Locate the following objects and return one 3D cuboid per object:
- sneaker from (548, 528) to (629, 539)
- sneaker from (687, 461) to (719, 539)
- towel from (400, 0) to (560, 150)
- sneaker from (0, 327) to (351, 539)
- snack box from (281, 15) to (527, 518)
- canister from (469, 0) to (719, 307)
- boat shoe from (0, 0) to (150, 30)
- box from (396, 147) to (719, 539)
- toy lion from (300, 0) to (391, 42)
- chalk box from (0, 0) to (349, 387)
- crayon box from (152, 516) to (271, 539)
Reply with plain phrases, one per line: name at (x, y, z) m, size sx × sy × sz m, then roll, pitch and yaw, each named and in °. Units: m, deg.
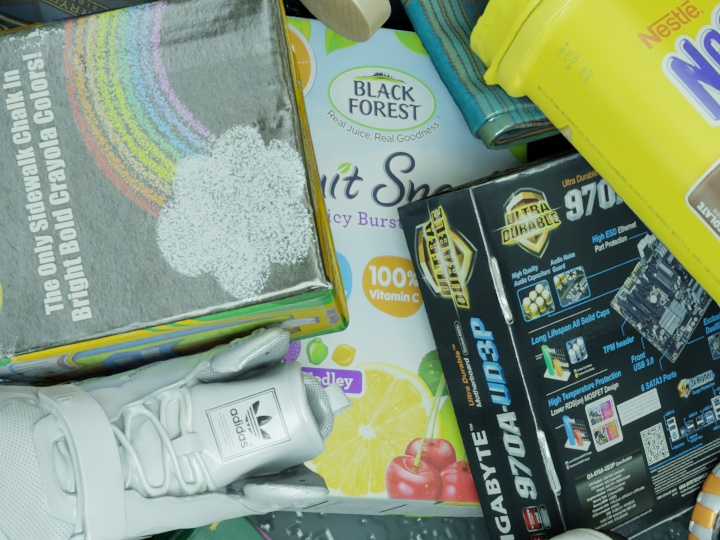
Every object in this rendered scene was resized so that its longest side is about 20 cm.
sneaker at (0.111, 0.170, 1.111) m, size 0.111 × 0.073 × 0.201 m, roll -23°, pitch 134°, yaw -35°
sneaker at (0.236, 0.126, 1.163) m, size 0.199 × 0.112 × 0.078 m, roll 0°, pitch 106°, yaw -49°
towel at (0.067, -0.152, 1.183) m, size 0.146 × 0.022 × 0.201 m, roll -15°, pitch 70°, yaw -33°
sneaker at (-0.082, 0.063, 0.983) m, size 0.200 × 0.114 × 0.076 m, roll -1°, pitch 75°, yaw -69°
snack box at (0.000, 0.000, 1.140) m, size 0.141 × 0.053 × 0.202 m, roll 5°, pitch 77°, yaw -25°
canister at (0.163, -0.063, 1.100) m, size 0.148 × 0.087 × 0.200 m, roll -33°, pitch 75°, yaw -34°
boat shoe at (-0.154, -0.129, 1.093) m, size 0.199 × 0.057 × 0.069 m, roll 20°, pitch 72°, yaw -20°
box at (0.116, 0.023, 1.153) m, size 0.199 × 0.046 × 0.160 m, roll -20°, pitch 96°, yaw -44°
toy lion at (-0.029, -0.188, 1.057) m, size 0.200 × 0.192 × 0.069 m, roll 39°, pitch 72°, yaw 13°
chalk box at (-0.114, -0.022, 1.034) m, size 0.199 × 0.124 × 0.125 m, roll -11°, pitch 82°, yaw 1°
crayon box at (-0.081, 0.203, 1.060) m, size 0.119 × 0.058 × 0.200 m, roll 44°, pitch 66°, yaw -11°
